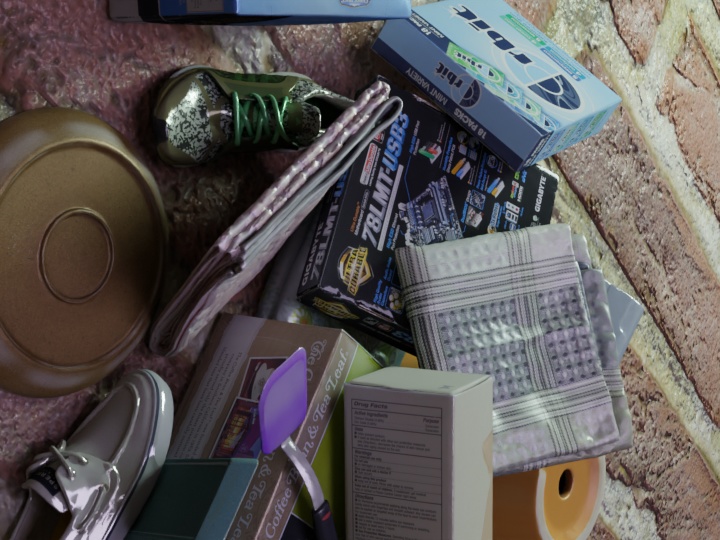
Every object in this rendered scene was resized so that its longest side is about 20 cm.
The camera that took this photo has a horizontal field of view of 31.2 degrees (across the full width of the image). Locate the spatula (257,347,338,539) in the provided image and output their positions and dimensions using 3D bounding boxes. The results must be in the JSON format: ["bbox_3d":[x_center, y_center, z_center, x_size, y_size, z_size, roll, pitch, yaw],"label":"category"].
[{"bbox_3d":[-0.037,0.152,0.907,0.056,0.020,0.202,-40,124,-45],"label":"spatula"}]

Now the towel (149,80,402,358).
[{"bbox_3d":[-0.064,-0.034,0.942,0.032,0.191,0.200,44,58,-2],"label":"towel"}]

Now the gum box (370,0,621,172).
[{"bbox_3d":[0.127,-0.175,1.149,0.199,0.170,0.045,-27,155,-55],"label":"gum box"}]

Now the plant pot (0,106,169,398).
[{"bbox_3d":[-0.201,-0.011,0.887,0.199,0.027,0.203,-10,103,-50],"label":"plant pot"}]

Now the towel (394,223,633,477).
[{"bbox_3d":[0.132,0.063,1.039,0.198,0.034,0.195,-7,79,-32],"label":"towel"}]

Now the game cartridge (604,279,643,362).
[{"bbox_3d":[0.143,0.035,1.142,0.134,0.199,0.042,-58,180,-31],"label":"game cartridge"}]

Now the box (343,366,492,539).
[{"bbox_3d":[0.044,0.178,0.947,0.077,0.094,0.203,-11,104,-60],"label":"box"}]

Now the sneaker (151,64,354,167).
[{"bbox_3d":[-0.073,-0.121,0.981,0.199,0.088,0.078,-18,108,-49],"label":"sneaker"}]

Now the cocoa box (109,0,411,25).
[{"bbox_3d":[-0.069,-0.247,0.936,0.199,0.130,0.135,-12,105,-50],"label":"cocoa box"}]

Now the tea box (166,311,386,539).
[{"bbox_3d":[-0.050,0.170,1.016,0.197,0.132,0.202,47,59,-45],"label":"tea box"}]

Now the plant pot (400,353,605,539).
[{"bbox_3d":[0.118,0.184,1.188,0.199,0.182,0.203,-10,103,-50],"label":"plant pot"}]

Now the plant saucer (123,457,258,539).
[{"bbox_3d":[-0.130,0.158,0.878,0.019,0.199,0.071,32,68,-22],"label":"plant saucer"}]

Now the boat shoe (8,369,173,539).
[{"bbox_3d":[-0.197,0.153,0.885,0.070,0.070,0.202,42,68,-43],"label":"boat shoe"}]

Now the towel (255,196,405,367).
[{"bbox_3d":[0.000,0.000,1.124,0.171,0.048,0.202,42,62,-46],"label":"towel"}]

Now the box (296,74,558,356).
[{"bbox_3d":[0.062,-0.030,1.073,0.197,0.050,0.202,24,65,-21],"label":"box"}]
